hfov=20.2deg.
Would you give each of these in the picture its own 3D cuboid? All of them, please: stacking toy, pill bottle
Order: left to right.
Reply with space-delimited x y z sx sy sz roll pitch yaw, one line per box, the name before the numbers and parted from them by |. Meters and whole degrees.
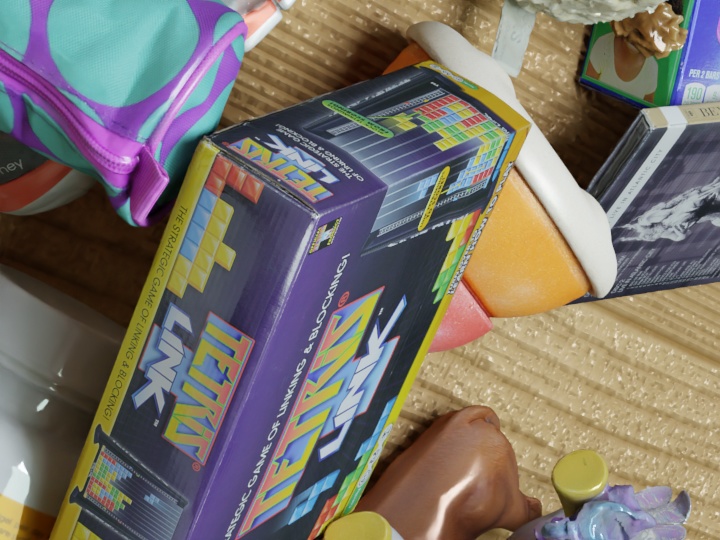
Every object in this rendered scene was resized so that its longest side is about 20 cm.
pill bottle | -0.161 0.103 0.803 0.111 0.111 0.201 28 91 -41
stacking toy | 0.000 0.000 0.891 0.200 0.146 0.146 -36 128 0

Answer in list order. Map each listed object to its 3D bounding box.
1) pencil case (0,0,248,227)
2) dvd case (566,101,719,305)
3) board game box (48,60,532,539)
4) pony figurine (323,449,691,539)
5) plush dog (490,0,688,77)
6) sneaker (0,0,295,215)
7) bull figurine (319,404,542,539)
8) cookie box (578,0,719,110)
pencil case | -0.137 -0.096 0.691 0.085 0.199 0.093 -61 179 32
dvd case | 0.187 -0.038 1.010 0.199 0.016 0.149 -8 149 -30
board game box | -0.027 0.030 0.765 0.165 0.057 0.201 -29 147 -57
pony figurine | 0.081 0.163 0.912 0.192 0.167 0.201 -16 143 -4
plush dog | 0.123 -0.162 0.842 0.200 0.172 0.161 -36 103 -18
sneaker | -0.089 -0.114 0.793 0.200 0.077 0.082 -48 124 -11
bull figurine | 0.010 0.156 0.989 0.200 0.065 0.122 -42 132 -13
cookie box | 0.210 -0.175 0.990 0.170 0.075 0.201 -1 109 -38
